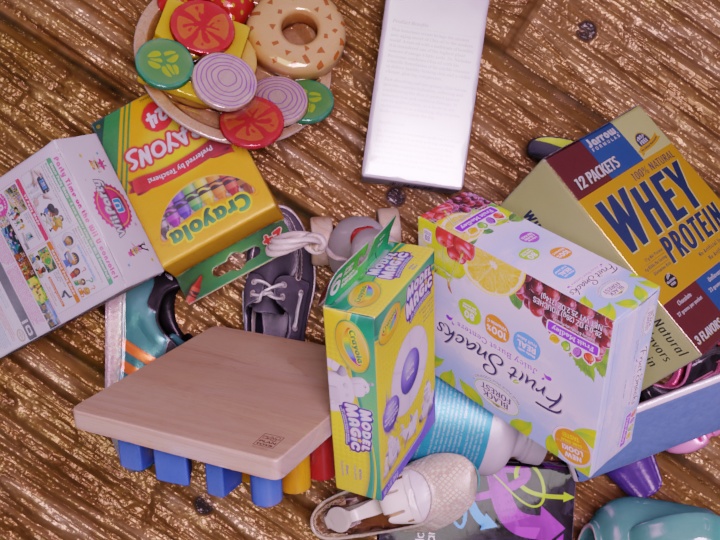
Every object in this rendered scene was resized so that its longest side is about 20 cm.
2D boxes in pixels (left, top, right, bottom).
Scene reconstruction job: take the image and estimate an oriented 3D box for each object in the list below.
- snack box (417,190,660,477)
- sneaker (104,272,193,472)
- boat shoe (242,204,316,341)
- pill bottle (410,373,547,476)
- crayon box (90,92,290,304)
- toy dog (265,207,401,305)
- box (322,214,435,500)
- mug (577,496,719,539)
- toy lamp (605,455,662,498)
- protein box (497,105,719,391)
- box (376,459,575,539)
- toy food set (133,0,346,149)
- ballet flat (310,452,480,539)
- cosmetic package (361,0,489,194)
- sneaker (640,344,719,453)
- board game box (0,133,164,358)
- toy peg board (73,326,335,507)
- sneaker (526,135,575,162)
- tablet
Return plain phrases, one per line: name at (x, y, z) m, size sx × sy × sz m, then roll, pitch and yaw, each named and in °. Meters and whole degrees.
snack box at (0.139, 0.050, 0.792) m, size 0.068 × 0.200 × 0.169 m, roll -29°, pitch 135°, yaw -31°
sneaker at (-0.205, 0.099, 0.933) m, size 0.080 × 0.071 × 0.201 m, roll -3°, pitch 90°, yaw 3°
boat shoe at (-0.083, 0.033, 0.938) m, size 0.072 × 0.063 × 0.201 m, roll 2°, pitch 90°, yaw 0°
pill bottle at (0.082, 0.137, 0.920) m, size 0.199 × 0.111 × 0.111 m, roll 12°, pitch 91°, yaw -1°
crayon box at (-0.161, -0.084, 0.918) m, size 0.127 × 0.051 × 0.200 m, roll -29°, pitch 78°, yaw -1°
toy dog at (0.000, 0.000, 0.883) m, size 0.131 × 0.200 × 0.097 m, roll -4°, pitch 101°, yaw 15°
box at (0.019, 0.067, 0.749) m, size 0.048 × 0.117 × 0.201 m, roll 10°, pitch 122°, yaw 25°
mug at (0.273, 0.282, 0.902) m, size 0.114 × 0.152 × 0.186 m, roll 9°, pitch 107°, yaw 1°
toy lamp at (0.236, 0.140, 0.952) m, size 0.058 × 0.058 × 0.200 m, roll -35°, pitch 90°, yaw 0°
protein box at (0.215, 0.004, 0.841) m, size 0.135 × 0.200 × 0.199 m, roll -30°, pitch 77°, yaw -32°
box at (0.116, 0.265, 0.961) m, size 0.199 × 0.036 × 0.143 m, roll 2°, pitch 91°, yaw 0°
toy food set at (-0.116, -0.205, 0.904) m, size 0.199 × 0.049 × 0.198 m, roll 18°, pitch 63°, yaw -11°
ballet flat at (0.027, 0.225, 0.891) m, size 0.200 × 0.062 × 0.068 m, roll -32°, pitch 72°, yaw 41°
cosmetic package at (0.062, -0.182, 0.934) m, size 0.101 × 0.071 × 0.201 m, roll 9°, pitch 91°, yaw -1°
sneaker at (0.369, 0.096, 0.951) m, size 0.200 × 0.079 × 0.095 m, roll -36°, pitch 80°, yaw -2°
board game box at (-0.305, -0.018, 0.893) m, size 0.200 × 0.064 × 0.148 m, roll -25°, pitch 92°, yaw 27°
toy peg board at (-0.100, 0.140, 0.814) m, size 0.199 × 0.199 × 0.098 m, roll 7°, pitch 111°, yaw 26°
sneaker at (0.240, -0.058, 0.942) m, size 0.200 × 0.074 × 0.081 m, roll 41°, pitch 93°, yaw 0°
tablet at (0.282, 0.138, 0.865) m, size 0.200 × 0.130 × 0.014 m, roll -23°, pitch 56°, yaw 6°
